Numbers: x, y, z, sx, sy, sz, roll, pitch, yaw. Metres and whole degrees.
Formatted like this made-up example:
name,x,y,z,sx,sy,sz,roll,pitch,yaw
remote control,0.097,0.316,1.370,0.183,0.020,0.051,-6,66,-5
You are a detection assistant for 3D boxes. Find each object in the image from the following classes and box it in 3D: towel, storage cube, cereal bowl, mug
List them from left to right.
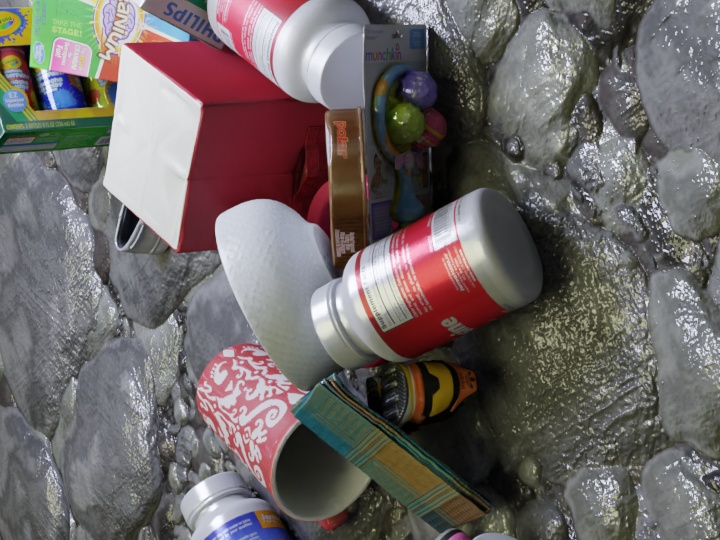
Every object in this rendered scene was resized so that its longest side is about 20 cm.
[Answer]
name,x,y,z,sx,sy,sz,roll,pitch,yaw
storage cube,-0.148,-0.137,1.682,0.200,0.179,0.172,39,126,43
mug,-0.089,0.184,1.702,0.200,0.132,0.179,32,120,51
cereal bowl,-0.060,0.013,1.560,0.083,0.200,0.201,-28,69,10
towel,0.026,0.178,1.518,0.200,0.022,0.147,39,158,-3

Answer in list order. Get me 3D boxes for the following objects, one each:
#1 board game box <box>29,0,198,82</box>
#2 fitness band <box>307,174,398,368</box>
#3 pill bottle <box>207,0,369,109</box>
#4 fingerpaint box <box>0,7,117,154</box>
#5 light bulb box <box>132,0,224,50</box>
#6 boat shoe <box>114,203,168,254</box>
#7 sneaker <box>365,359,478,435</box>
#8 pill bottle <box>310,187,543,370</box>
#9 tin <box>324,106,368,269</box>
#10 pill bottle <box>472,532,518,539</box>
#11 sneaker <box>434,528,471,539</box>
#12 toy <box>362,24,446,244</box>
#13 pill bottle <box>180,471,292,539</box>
name,x,y,z,sx,sy,sz,roll,pitch,yaw
board game box,-0.287,-0.301,1.855,0.198,0.040,0.154,10,109,10
fitness band,0.000,0.000,1.631,0.143,0.037,0.202,-17,82,55
pill bottle,-0.060,-0.240,1.590,0.200,0.112,0.113,41,127,41
fingerpaint box,-0.382,-0.239,1.956,0.073,0.199,0.168,-34,69,51
light bulb box,-0.190,-0.377,1.689,0.198,0.124,0.201,39,102,43
boat shoe,-0.257,-0.106,1.921,0.072,0.068,0.201,52,134,34
sneaker,0.060,0.129,1.546,0.200,0.089,0.071,127,138,-75
pill bottle,0.057,0.015,1.437,0.199,0.112,0.113,-27,73,26
tin,-0.013,-0.076,1.486,0.200,0.041,0.113,88,-178,-65
pill bottle,0.101,0.345,1.490,0.112,0.111,0.201,51,134,34
sneaker,0.045,0.304,1.587,0.088,0.073,0.200,56,141,22
toy,0.050,-0.130,1.488,0.047,0.115,0.202,7,101,30
pill bottle,-0.126,0.331,1.790,0.201,0.111,0.112,57,136,30
